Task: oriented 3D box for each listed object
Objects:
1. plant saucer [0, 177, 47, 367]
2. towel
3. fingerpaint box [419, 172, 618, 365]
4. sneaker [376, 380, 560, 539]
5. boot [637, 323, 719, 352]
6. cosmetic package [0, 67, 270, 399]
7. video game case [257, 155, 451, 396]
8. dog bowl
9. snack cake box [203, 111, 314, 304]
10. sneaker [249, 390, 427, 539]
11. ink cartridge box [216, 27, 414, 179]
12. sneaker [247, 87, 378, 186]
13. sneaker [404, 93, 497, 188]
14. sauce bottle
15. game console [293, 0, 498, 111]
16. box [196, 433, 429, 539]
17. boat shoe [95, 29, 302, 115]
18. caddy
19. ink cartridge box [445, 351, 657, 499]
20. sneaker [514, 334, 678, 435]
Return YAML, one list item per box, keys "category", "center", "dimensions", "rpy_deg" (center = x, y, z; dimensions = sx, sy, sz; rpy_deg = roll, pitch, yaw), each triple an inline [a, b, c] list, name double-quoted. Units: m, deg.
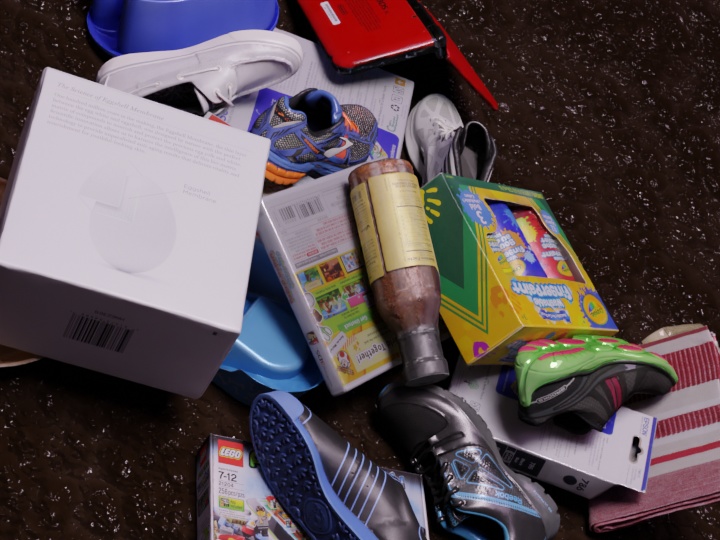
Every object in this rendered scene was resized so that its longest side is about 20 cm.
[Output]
- category: "plant saucer"
  center: [-0.323, 0.004, 1.358]
  dimensions: [0.199, 0.035, 0.201]
  rpy_deg: [17, 48, -19]
- category: "towel"
  center: [0.279, 0.149, 1.548]
  dimensions: [0.023, 0.143, 0.201]
  rpy_deg: [55, 26, -39]
- category: "fingerpaint box"
  center: [0.139, 0.002, 1.545]
  dimensions: [0.200, 0.073, 0.167]
  rpy_deg: [6, 52, -56]
- category: "sneaker"
  center: [0.086, 0.178, 1.437]
  dimensions: [0.200, 0.073, 0.082]
  rpy_deg: [42, 44, 7]
- category: "boot"
  center: [0.310, 0.139, 1.613]
  dimensions: [0.199, 0.073, 0.156]
  rpy_deg: [-24, 58, -26]
- category: "cosmetic package"
  center: [-0.194, -0.030, 1.335]
  dimensions: [0.198, 0.123, 0.201]
  rpy_deg: [17, 54, -14]
- category: "video game case"
  center: [0.000, 0.000, 1.478]
  dimensions: [0.200, 0.023, 0.183]
  rpy_deg: [-23, 88, -52]
- category: "dog bowl"
  center: [-0.117, 0.045, 1.441]
  dimensions: [0.200, 0.050, 0.112]
  rpy_deg: [36, 43, 1]
- category: "snack cake box"
  center: [-0.093, -0.045, 1.520]
  dimensions: [0.200, 0.067, 0.115]
  rpy_deg: [33, 45, -3]
- category: "sneaker"
  center: [-0.013, 0.178, 1.334]
  dimensions: [0.078, 0.070, 0.200]
  rpy_deg: [-21, 72, -46]
- category: "ink cartridge box"
  center: [-0.052, -0.156, 1.653]
  dimensions: [0.199, 0.043, 0.199]
  rpy_deg: [21, 44, -9]
- category: "sneaker"
  center: [-0.035, -0.132, 1.535]
  dimensions: [0.075, 0.079, 0.200]
  rpy_deg: [42, 28, 14]
- category: "sneaker"
  center: [0.103, -0.129, 1.677]
  dimensions: [0.075, 0.115, 0.201]
  rpy_deg: [15, 47, -20]
- category: "sauce bottle"
  center: [0.037, 0.002, 1.452]
  dimensions: [0.066, 0.066, 0.201]
  rpy_deg: [-1, 73, -33]
- category: "game console"
  center: [0.034, -0.242, 1.758]
  dimensions: [0.172, 0.119, 0.200]
  rpy_deg: [-17, 40, -9]
- category: "box"
  center: [-0.039, 0.207, 1.362]
  dimensions: [0.199, 0.035, 0.110]
  rpy_deg: [13, 48, -22]
- category: "boat shoe"
  center: [-0.151, -0.177, 1.554]
  dimensions: [0.199, 0.072, 0.069]
  rpy_deg: [-6, 55, -9]
- category: "caddy"
  center: [-0.175, -0.270, 1.632]
  dimensions: [0.199, 0.105, 0.142]
  rpy_deg: [-20, 52, -26]
- category: "ink cartridge box"
  center: [0.172, 0.147, 1.518]
  dimensions: [0.199, 0.039, 0.100]
  rpy_deg: [21, 44, 2]
- category: "sneaker"
  center: [0.210, 0.106, 1.500]
  dimensions: [0.199, 0.084, 0.077]
  rpy_deg: [1, 14, -38]
